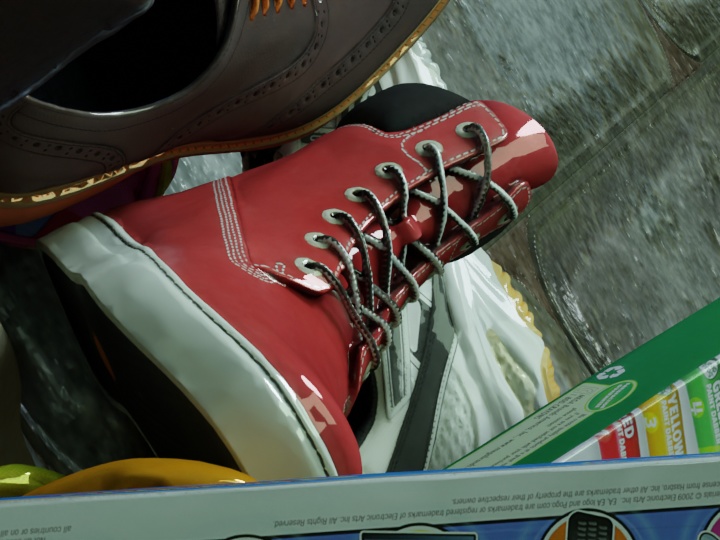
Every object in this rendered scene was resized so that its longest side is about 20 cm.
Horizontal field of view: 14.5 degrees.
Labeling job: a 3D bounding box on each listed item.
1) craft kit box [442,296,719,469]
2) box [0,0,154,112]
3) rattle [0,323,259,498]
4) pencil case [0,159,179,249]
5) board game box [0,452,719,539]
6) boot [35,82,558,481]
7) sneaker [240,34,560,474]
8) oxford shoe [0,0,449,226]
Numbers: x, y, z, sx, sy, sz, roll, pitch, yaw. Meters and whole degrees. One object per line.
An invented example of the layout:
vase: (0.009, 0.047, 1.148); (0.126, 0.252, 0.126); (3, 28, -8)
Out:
craft kit box: (0.114, 0.119, 0.848); (0.200, 0.049, 0.198); (-30, 110, -31)
box: (-0.159, -0.099, 0.631); (0.166, 0.200, 0.164); (51, 21, -20)
rattle: (-0.096, 0.011, 0.717); (0.130, 0.143, 0.200); (30, 36, -18)
pencil case: (-0.089, -0.079, 0.932); (0.088, 0.088, 0.200); (52, 21, -15)
board game box: (0.010, 0.140, 0.587); (0.056, 0.200, 0.196); (165, -77, -74)
boot: (0.000, 0.000, 0.756); (0.200, 0.144, 0.072); (-137, -156, -68)
sneaker: (-0.012, -0.012, 0.880); (0.088, 0.076, 0.200); (-14, 68, -28)
oxford shoe: (-0.036, -0.072, 0.816); (0.200, 0.073, 0.071); (-31, 88, -33)
